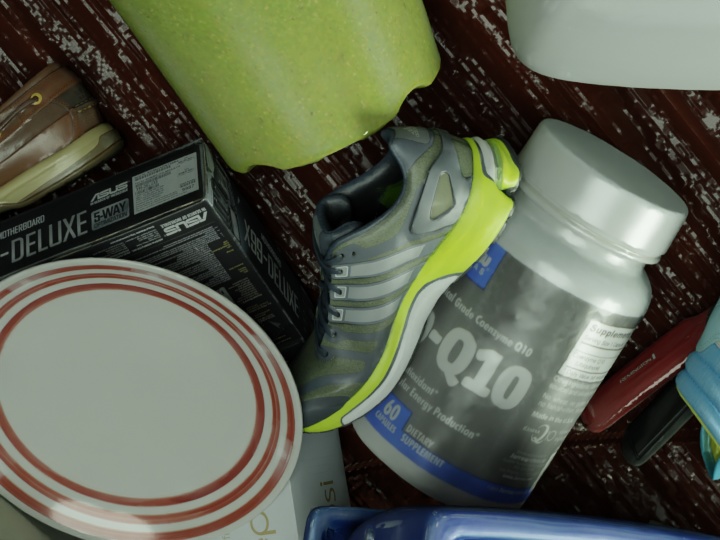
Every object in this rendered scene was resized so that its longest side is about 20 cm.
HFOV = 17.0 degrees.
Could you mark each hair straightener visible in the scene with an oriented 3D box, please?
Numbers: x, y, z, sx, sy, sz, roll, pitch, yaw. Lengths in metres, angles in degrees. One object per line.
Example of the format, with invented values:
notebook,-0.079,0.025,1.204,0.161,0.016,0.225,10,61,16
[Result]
hair straightener,0.221,0.041,1.360,0.200,0.041,0.077,-43,115,9

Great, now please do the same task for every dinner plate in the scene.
dinner plate,-0.129,0.070,1.314,0.199,0.024,0.201,5,126,7

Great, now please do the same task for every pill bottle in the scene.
pill bottle,0.089,0.025,1.325,0.114,0.114,0.200,30,106,-1

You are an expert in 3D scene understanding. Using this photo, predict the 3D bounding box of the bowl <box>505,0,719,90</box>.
bowl,0.171,-0.199,1.239,0.199,0.075,0.201,2,79,10

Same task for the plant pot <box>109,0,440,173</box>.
plant pot,-0.052,-0.160,1.268,0.200,0.201,0.185,-23,111,12

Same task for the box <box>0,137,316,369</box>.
box,-0.140,0.028,1.348,0.199,0.050,0.158,-22,134,13

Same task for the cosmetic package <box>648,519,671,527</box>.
cosmetic package,0.245,0.221,1.363,0.199,0.104,0.073,20,105,0

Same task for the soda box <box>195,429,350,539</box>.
soda box,-0.042,0.178,1.370,0.068,0.064,0.201,-11,86,31

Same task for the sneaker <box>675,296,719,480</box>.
sneaker,0.260,0.079,1.320,0.200,0.080,0.131,30,103,-12

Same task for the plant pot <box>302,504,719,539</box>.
plant pot,0.066,0.222,1.264,0.199,0.180,0.201,9,86,-29

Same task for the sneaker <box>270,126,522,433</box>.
sneaker,0.000,0.000,1.291,0.081,0.074,0.200,22,112,-27

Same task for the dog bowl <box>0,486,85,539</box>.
dog bowl,-0.167,0.217,1.362,0.200,0.200,0.079,45,103,-5

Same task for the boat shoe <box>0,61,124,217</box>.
boat shoe,-0.234,-0.050,1.372,0.200,0.072,0.068,-28,94,7
